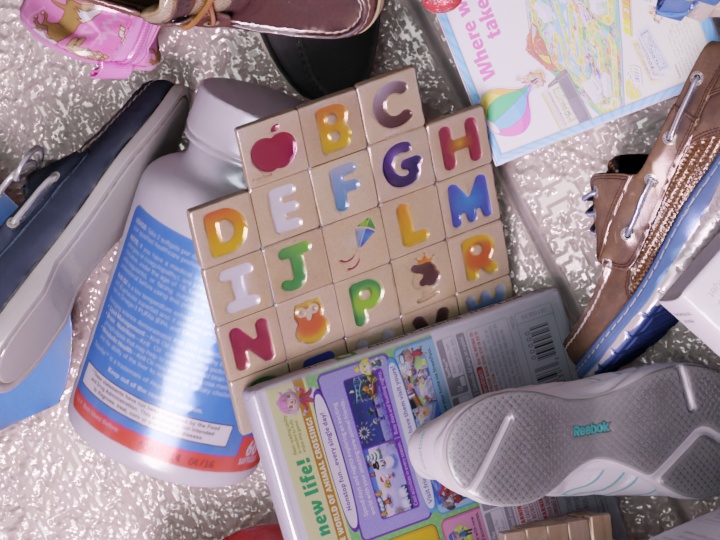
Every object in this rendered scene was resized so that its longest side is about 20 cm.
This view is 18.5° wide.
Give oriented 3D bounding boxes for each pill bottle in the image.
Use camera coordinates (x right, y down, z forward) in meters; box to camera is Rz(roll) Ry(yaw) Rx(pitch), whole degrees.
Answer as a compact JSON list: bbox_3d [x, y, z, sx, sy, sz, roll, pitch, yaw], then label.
[{"bbox_3d":[-0.077,0.005,1.187,0.112,0.112,0.201,23,106,10],"label":"pill bottle"}]

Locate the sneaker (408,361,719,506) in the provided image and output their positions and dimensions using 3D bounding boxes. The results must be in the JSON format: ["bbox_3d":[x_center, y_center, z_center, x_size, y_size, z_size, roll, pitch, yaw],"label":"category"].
[{"bbox_3d":[0.116,0.083,1.145,0.199,0.080,0.071,1,87,-26],"label":"sneaker"}]

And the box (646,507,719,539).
[{"bbox_3d":[0.136,0.210,1.081,0.199,0.097,0.125,-22,94,-11],"label":"box"}]

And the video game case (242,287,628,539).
[{"bbox_3d":[0.049,0.130,1.174,0.181,0.022,0.201,-18,96,-18],"label":"video game case"}]

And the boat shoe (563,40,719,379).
[{"bbox_3d":[0.156,-0.031,1.138,0.072,0.072,0.200,43,119,18],"label":"boat shoe"}]

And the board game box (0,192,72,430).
[{"bbox_3d":[-0.252,0.024,1.278,0.199,0.039,0.158,-25,99,20],"label":"board game box"}]

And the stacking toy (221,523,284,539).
[{"bbox_3d":[-0.020,0.176,1.209,0.200,0.146,0.146,-35,90,3],"label":"stacking toy"}]

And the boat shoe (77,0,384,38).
[{"bbox_3d":[-0.088,-0.145,1.099,0.199,0.072,0.072,17,130,-2],"label":"boat shoe"}]

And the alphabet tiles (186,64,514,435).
[{"bbox_3d":[0.000,0.000,1.151,0.166,0.006,0.201,-20,119,-16],"label":"alphabet tiles"}]

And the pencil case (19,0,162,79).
[{"bbox_3d":[-0.113,-0.203,1.174,0.083,0.087,0.201,22,107,-7],"label":"pencil case"}]

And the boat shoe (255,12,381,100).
[{"bbox_3d":[-0.018,-0.177,1.139,0.073,0.063,0.202,-15,118,-26],"label":"boat shoe"}]

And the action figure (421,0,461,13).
[{"bbox_3d":[0.041,-0.229,1.102,0.052,0.065,0.201,8,102,31],"label":"action figure"}]

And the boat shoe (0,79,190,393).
[{"bbox_3d":[-0.162,-0.028,1.193,0.062,0.075,0.200,28,75,16],"label":"boat shoe"}]

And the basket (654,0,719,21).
[{"bbox_3d":[0.167,-0.208,1.053,0.199,0.139,0.177,12,73,3],"label":"basket"}]

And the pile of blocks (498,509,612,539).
[{"bbox_3d":[0.128,0.213,1.160,0.082,0.062,0.200,-32,95,-11],"label":"pile of blocks"}]

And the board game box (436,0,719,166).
[{"bbox_3d":[0.097,-0.172,1.148,0.134,0.034,0.201,-20,94,17],"label":"board game box"}]

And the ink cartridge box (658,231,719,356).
[{"bbox_3d":[0.265,0.027,1.047,0.200,0.084,0.146,41,89,2],"label":"ink cartridge box"}]
